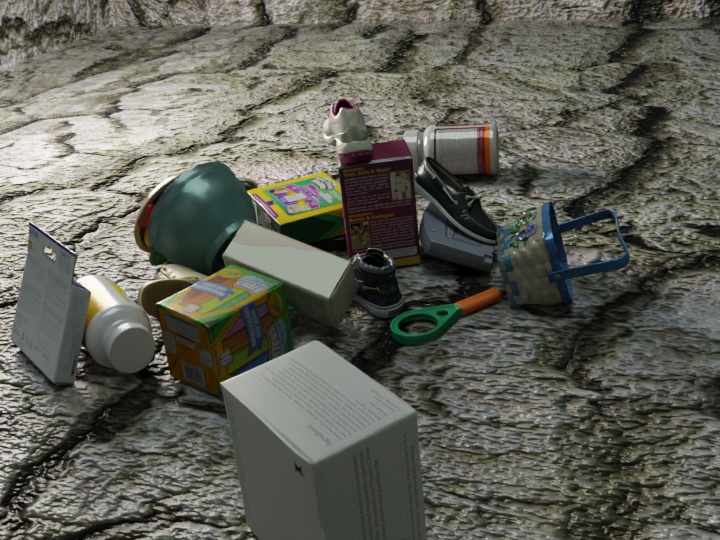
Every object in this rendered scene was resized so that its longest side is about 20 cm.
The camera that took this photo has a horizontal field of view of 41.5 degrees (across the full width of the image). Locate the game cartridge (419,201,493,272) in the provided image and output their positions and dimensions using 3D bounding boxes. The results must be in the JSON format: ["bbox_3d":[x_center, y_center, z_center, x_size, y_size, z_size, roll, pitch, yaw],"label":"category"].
[{"bbox_3d":[0.170,-0.068,1.682,0.131,0.041,0.201,20,27,-2],"label":"game cartridge"}]

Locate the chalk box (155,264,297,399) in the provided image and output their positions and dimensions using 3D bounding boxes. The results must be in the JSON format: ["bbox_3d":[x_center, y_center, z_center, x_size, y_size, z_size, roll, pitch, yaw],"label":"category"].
[{"bbox_3d":[-0.183,0.078,1.418,0.124,0.126,0.199,15,34,37],"label":"chalk box"}]

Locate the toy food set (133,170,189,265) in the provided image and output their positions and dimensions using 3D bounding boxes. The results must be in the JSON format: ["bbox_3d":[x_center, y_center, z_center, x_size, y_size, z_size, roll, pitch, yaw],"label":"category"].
[{"bbox_3d":[-0.333,-0.103,1.766,0.199,0.199,0.049,-34,64,-29],"label":"toy food set"}]

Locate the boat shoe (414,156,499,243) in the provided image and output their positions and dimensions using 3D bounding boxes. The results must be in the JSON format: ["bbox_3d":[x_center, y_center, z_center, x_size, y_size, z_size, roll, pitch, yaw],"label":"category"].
[{"bbox_3d":[0.172,-0.124,1.664,0.199,0.061,0.075,39,26,19],"label":"boat shoe"}]

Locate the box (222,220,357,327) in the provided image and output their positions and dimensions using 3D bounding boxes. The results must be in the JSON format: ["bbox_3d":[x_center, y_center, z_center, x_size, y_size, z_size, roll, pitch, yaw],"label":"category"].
[{"bbox_3d":[-0.111,0.006,1.508,0.198,0.095,0.078,22,63,18],"label":"box"}]

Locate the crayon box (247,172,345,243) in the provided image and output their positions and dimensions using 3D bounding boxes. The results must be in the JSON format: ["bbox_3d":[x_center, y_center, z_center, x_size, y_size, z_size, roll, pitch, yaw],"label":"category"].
[{"bbox_3d":[-0.106,-0.116,1.813,0.170,0.059,0.200,-15,28,-20],"label":"crayon box"}]

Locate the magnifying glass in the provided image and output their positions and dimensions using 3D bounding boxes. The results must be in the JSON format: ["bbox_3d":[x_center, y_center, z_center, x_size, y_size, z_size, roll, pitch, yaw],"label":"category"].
[{"bbox_3d":[0.135,0.069,1.481,0.198,0.023,0.079,-22,29,-24],"label":"magnifying glass"}]

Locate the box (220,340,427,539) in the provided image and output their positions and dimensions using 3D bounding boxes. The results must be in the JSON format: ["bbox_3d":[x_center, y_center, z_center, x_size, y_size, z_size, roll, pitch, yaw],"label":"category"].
[{"bbox_3d":[-0.038,0.216,1.014,0.129,0.202,0.199,-21,29,-29],"label":"box"}]

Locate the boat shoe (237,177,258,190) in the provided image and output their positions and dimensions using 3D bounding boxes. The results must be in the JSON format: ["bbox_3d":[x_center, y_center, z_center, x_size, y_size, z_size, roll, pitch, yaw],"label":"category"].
[{"bbox_3d":[-0.307,-0.139,1.961,0.197,0.073,0.066,-10,36,-6],"label":"boat shoe"}]

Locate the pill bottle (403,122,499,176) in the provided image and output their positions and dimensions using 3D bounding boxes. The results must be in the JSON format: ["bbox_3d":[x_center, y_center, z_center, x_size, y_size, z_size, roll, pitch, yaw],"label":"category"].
[{"bbox_3d":[0.194,-0.256,2.020,0.196,0.111,0.110,-1,26,12],"label":"pill bottle"}]

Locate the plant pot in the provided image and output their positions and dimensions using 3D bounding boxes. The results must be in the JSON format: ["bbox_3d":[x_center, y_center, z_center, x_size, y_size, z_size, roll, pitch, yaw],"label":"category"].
[{"bbox_3d":[-0.261,-0.072,1.698,0.199,0.202,0.134,-29,61,-38],"label":"plant pot"}]

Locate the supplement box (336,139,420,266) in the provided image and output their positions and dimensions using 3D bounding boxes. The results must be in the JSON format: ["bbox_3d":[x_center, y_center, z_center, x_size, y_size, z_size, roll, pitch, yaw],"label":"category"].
[{"bbox_3d":[0.031,-0.113,1.666,0.129,0.203,0.104,-7,25,-2],"label":"supplement box"}]

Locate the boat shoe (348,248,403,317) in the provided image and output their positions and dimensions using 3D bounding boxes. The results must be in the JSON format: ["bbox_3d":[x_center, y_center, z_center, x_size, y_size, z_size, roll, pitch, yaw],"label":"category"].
[{"bbox_3d":[0.000,0.000,1.568,0.070,0.092,0.199,-23,30,-31],"label":"boat shoe"}]

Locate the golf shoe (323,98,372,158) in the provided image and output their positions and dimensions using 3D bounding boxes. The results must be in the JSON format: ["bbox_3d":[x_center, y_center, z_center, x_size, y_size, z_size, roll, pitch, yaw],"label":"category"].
[{"bbox_3d":[-0.025,-0.256,1.639,0.074,0.093,0.200,-13,21,-11],"label":"golf shoe"}]

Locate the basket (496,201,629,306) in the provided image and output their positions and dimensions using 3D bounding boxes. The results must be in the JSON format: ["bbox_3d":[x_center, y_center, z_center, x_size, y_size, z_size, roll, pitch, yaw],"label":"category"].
[{"bbox_3d":[0.316,-0.030,1.495,0.197,0.141,0.177,-12,23,12],"label":"basket"}]

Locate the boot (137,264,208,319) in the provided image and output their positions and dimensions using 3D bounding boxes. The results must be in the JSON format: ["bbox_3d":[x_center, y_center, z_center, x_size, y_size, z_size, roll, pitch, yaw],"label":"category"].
[{"bbox_3d":[-0.302,0.034,1.548,0.198,0.074,0.154,2,13,-44],"label":"boot"}]

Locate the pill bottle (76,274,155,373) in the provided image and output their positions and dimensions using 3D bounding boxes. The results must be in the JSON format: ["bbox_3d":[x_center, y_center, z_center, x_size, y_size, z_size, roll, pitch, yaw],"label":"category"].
[{"bbox_3d":[-0.388,0.086,1.474,0.103,0.106,0.199,-20,29,-26],"label":"pill bottle"}]

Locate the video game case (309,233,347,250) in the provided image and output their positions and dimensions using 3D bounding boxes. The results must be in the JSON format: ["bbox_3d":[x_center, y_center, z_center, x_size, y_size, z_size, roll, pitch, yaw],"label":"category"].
[{"bbox_3d":[-0.119,-0.082,1.839,0.196,0.026,0.181,-5,26,3],"label":"video game case"}]

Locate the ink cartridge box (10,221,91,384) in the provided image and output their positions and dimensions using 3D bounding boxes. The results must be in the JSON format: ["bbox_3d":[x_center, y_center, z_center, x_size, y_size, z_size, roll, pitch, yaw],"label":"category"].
[{"bbox_3d":[-0.479,0.046,1.475,0.040,0.203,0.199,4,15,-40],"label":"ink cartridge box"}]
